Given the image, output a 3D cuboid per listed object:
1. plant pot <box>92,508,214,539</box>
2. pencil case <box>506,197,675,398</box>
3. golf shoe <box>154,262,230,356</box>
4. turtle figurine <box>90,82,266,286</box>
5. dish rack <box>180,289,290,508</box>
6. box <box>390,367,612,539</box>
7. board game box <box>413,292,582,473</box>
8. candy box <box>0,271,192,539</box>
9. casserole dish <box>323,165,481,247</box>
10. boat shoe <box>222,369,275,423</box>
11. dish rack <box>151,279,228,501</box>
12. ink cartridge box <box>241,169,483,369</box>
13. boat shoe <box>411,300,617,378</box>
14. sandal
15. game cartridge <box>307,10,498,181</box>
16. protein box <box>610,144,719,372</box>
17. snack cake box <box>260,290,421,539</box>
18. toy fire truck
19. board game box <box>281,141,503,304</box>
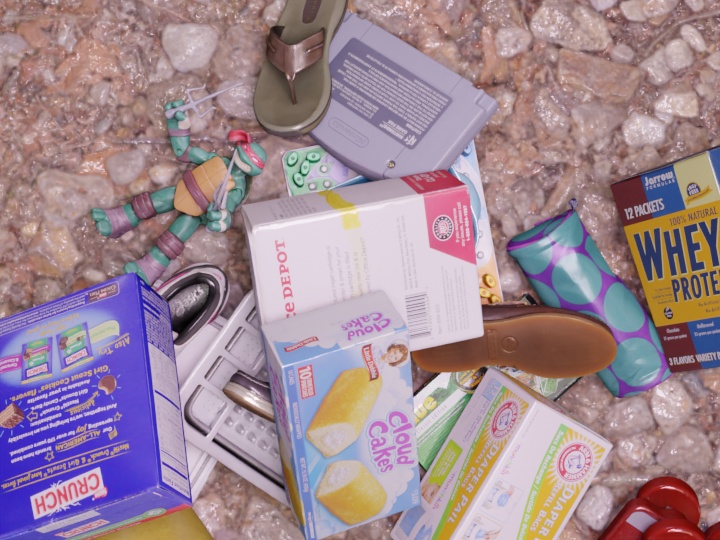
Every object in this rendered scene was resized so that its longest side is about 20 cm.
[{"bbox_3d":[-0.207,0.293,1.152,0.199,0.200,0.143,-8,72,-6],"label":"plant pot"},{"bbox_3d":[0.237,0.032,1.240,0.085,0.092,0.200,-34,94,33],"label":"pencil case"},{"bbox_3d":[-0.206,0.065,1.153,0.073,0.092,0.200,45,86,-3],"label":"golf shoe"},{"bbox_3d":[-0.158,-0.079,1.195,0.200,0.101,0.150,-39,56,8],"label":"turtle figurine"},{"bbox_3d":[-0.074,0.124,1.204,0.200,0.044,0.172,38,82,-22],"label":"dish rack"},{"bbox_3d":[0.134,0.213,1.192,0.101,0.112,0.201,30,91,-22],"label":"box"},{"bbox_3d":[0.130,0.127,1.259,0.200,0.023,0.105,-41,94,-5],"label":"board game box"},{"bbox_3d":[-0.241,0.126,1.059,0.168,0.077,0.201,-18,61,13],"label":"candy box"},{"bbox_3d":[0.023,-0.037,1.219,0.199,0.039,0.122,-23,90,-6],"label":"casserole dish"},{"bbox_3d":[-0.036,0.126,1.152,0.199,0.072,0.065,25,83,-27],"label":"boat shoe"},{"bbox_3d":[-0.202,0.124,1.218,0.171,0.044,0.201,31,85,-3],"label":"dish rack"},{"bbox_3d":[0.000,0.000,1.112,0.199,0.083,0.146,-11,109,-10],"label":"ink cartridge box"},{"bbox_3d":[0.148,0.060,1.201,0.199,0.070,0.071,3,115,5],"label":"boat shoe"},{"bbox_3d":[-0.064,-0.221,1.204,0.079,0.057,0.202,2,67,18],"label":"sandal"},{"bbox_3d":[0.019,-0.161,1.206,0.200,0.042,0.133,36,85,26],"label":"game cartridge"},{"bbox_3d":[0.385,-0.030,1.196,0.199,0.135,0.200,-18,90,-31],"label":"protein box"},{"bbox_3d":[-0.014,0.129,1.072,0.114,0.067,0.201,-15,124,-14],"label":"snack cake box"},{"bbox_3d":[0.318,0.322,1.240,0.199,0.112,0.168,34,110,-3],"label":"toy fire truck"},{"bbox_3d":[0.035,-0.041,1.252,0.199,0.026,0.201,-11,90,-6],"label":"board game box"}]
